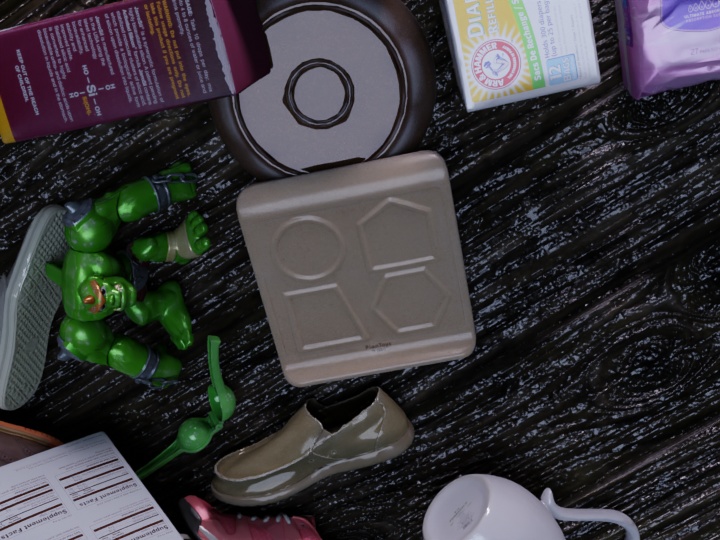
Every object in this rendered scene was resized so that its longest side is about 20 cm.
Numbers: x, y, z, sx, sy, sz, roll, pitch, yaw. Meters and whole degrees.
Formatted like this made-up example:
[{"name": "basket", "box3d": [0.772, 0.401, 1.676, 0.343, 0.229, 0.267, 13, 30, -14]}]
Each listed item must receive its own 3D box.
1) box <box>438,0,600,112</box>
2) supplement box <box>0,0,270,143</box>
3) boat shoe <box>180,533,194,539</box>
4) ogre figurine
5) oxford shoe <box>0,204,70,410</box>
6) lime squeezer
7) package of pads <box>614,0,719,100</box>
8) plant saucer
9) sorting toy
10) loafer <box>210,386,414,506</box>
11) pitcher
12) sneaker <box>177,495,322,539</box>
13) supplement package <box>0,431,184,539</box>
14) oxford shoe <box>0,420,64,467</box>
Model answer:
[{"name": "box", "box3d": [0.113, -0.239, 0.857, 0.112, 0.101, 0.201, -12, 110, 5]}, {"name": "supplement box", "box3d": [-0.184, -0.169, 0.866, 0.198, 0.110, 0.086, -9, 107, 14]}, {"name": "boat shoe", "box3d": [-0.170, 0.342, 1.073, 0.072, 0.063, 0.201, -21, 132, -31]}, {"name": "ogre figurine", "box3d": [-0.204, 0.010, 0.952, 0.119, 0.098, 0.201, -5, 130, -34]}, {"name": "oxford shoe", "box3d": [-0.309, 0.030, 0.985, 0.057, 0.075, 0.201, 28, 110, 20]}, {"name": "lime squeezer", "box3d": [-0.158, 0.143, 1.026, 0.038, 0.070, 0.201, 46, 115, 23]}, {"name": "package of pads", "box3d": [0.263, -0.245, 0.868, 0.119, 0.076, 0.202, -10, 110, 2]}, {"name": "plant saucer", "box3d": [-0.034, -0.153, 0.930, 0.198, 0.032, 0.202, 1, 110, 1]}, {"name": "sorting toy", "box3d": [0.000, 0.000, 0.975, 0.184, 0.037, 0.201, -10, 117, 4]}, {"name": "loafer", "box3d": [-0.051, 0.160, 1.028, 0.199, 0.076, 0.068, -19, 109, -3]}, {"name": "pitcher", "box3d": [0.168, 0.267, 1.050, 0.172, 0.121, 0.200, -48, 115, -5]}, {"name": "sneaker", "box3d": [-0.087, 0.269, 1.080, 0.199, 0.074, 0.087, 35, 74, -3]}, {"name": "supplement package", "box3d": [-0.250, 0.294, 0.968, 0.146, 0.200, 0.192, -17, 137, -38]}, {"name": "oxford shoe", "box3d": [-0.334, 0.178, 1.009, 0.071, 0.073, 0.200, -18, 137, 39]}]
